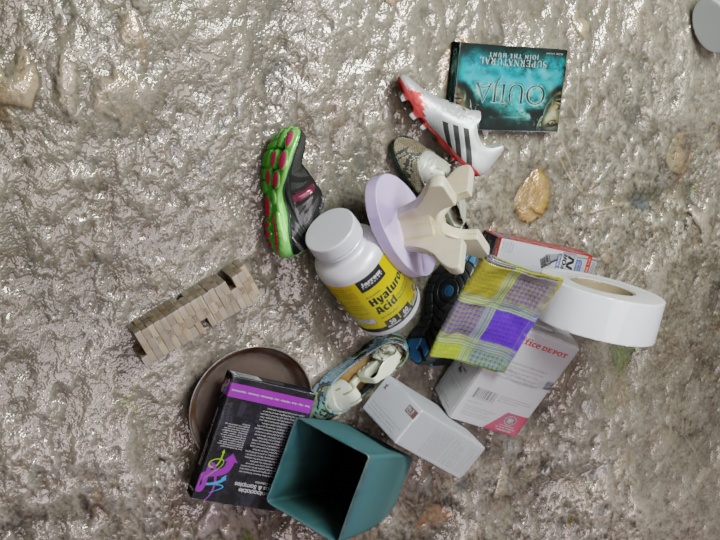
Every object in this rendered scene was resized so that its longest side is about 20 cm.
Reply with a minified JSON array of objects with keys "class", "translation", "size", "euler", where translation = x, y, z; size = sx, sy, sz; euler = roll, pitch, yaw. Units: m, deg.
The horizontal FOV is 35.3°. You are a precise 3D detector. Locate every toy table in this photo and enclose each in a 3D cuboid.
[{"class":"toy table","translation":[0.103,-0.070,1.668],"size":[0.200,0.117,0.184],"euler":[37,50,-54]}]

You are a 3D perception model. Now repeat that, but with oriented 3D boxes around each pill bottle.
[{"class":"pill bottle","translation":[0.000,0.000,1.695],"size":[0.111,0.111,0.200],"euler":[-45,131,-8]},{"class":"pill bottle","translation":[0.667,-0.443,1.905],"size":[0.200,0.113,0.113],"euler":[-23,113,-18]}]

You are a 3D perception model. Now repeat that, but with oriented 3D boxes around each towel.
[{"class":"towel","translation":[0.204,0.069,1.718],"size":[0.143,0.023,0.200],"euler":[17,120,-23]}]

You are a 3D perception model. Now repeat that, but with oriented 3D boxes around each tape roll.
[{"class":"tape roll","translation":[0.372,0.057,1.784],"size":[0.202,0.202,0.071],"euler":[6,102,-26]}]

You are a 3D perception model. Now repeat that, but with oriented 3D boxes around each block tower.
[{"class":"block tower","translation":[-0.245,0.060,1.653],"size":[0.200,0.054,0.058],"euler":[-33,115,-14]}]

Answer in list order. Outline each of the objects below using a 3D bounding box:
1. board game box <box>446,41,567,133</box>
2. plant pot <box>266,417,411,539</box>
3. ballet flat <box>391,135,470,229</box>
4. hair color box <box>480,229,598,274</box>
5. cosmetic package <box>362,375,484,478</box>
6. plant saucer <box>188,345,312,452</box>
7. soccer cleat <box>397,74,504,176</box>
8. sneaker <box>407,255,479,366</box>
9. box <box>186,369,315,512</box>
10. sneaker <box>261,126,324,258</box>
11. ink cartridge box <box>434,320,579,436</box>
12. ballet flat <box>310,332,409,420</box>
[{"class":"board game box","translation":[0.231,-0.288,1.792],"size":[0.200,0.028,0.135],"euler":[-2,105,-24]},{"class":"plant pot","translation":[-0.014,0.318,1.759],"size":[0.200,0.141,0.141],"euler":[10,102,-58]},{"class":"ballet flat","translation":[0.122,-0.128,1.758],"size":[0.068,0.075,0.200],"euler":[-47,120,-35]},{"class":"hair color box","translation":[0.286,0.008,1.881],"size":[0.200,0.064,0.111],"euler":[10,101,-26]},{"class":"cosmetic package","translation":[0.103,0.252,1.810],"size":[0.074,0.102,0.200],"euler":[-52,134,5]},{"class":"plant saucer","translation":[-0.171,0.207,1.741],"size":[0.200,0.032,0.200],"euler":[-7,108,-23]},{"class":"soccer cleat","translation":[0.136,-0.230,1.722],"size":[0.085,0.069,0.200],"euler":[-40,101,9]},{"class":"sneaker","translation":[0.145,0.063,1.837],"size":[0.082,0.073,0.200],"euler":[17,103,-44]},{"class":"box","translation":[-0.166,0.261,1.721],"size":[0.143,0.036,0.200],"euler":[17,95,-28]},{"class":"sneaker","translation":[-0.097,-0.118,1.668],"size":[0.084,0.077,0.200],"euler":[-12,119,-29]},{"class":"ink cartridge box","translation":[0.240,0.161,1.858],"size":[0.146,0.083,0.200],"euler":[20,114,-28]},{"class":"ballet flat","translation":[-0.003,0.172,1.789],"size":[0.200,0.074,0.074],"euler":[-43,117,-8]}]
